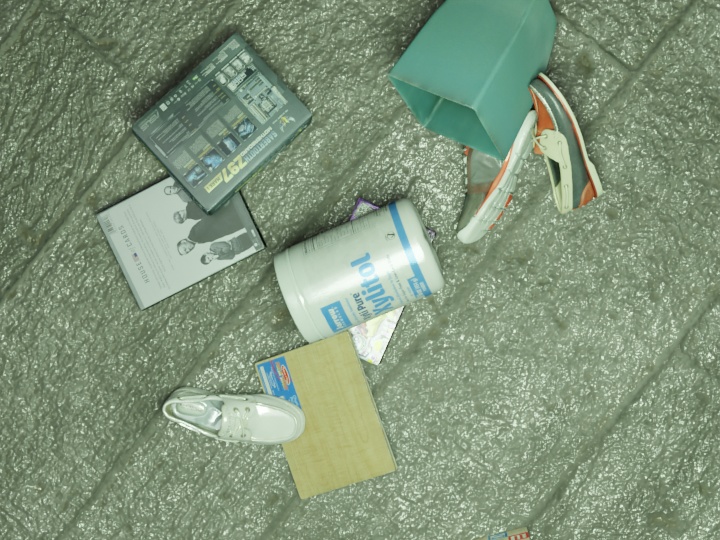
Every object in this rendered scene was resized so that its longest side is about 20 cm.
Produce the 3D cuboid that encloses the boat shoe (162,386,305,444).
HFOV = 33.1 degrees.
[{"bbox_3d":[-0.177,0.205,1.661,0.197,0.069,0.072,5,95,9],"label":"boat shoe"}]

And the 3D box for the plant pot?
[{"bbox_3d":[0.161,-0.281,1.577,0.140,0.141,0.201,26,81,31],"label":"plant pot"}]

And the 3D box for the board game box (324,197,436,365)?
[{"bbox_3d":[0.012,0.016,1.670,0.119,0.032,0.202,24,93,8],"label":"board game box"}]

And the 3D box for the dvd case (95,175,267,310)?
[{"bbox_3d":[-0.250,-0.055,1.690,0.198,0.025,0.152,-26,89,5],"label":"dvd case"}]

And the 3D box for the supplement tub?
[{"bbox_3d":[0.000,0.000,1.592,0.198,0.132,0.133,-24,89,6],"label":"supplement tub"}]

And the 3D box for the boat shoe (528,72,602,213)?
[{"bbox_3d":[0.258,-0.165,1.593,0.062,0.071,0.201,-27,122,2],"label":"boat shoe"}]

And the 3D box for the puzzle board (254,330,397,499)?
[{"bbox_3d":[-0.048,0.199,1.669,0.149,0.017,0.202,-20,89,20],"label":"puzzle board"}]

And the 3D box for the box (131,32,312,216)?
[{"bbox_3d":[-0.187,-0.199,1.651,0.200,0.051,0.158,-44,88,-7],"label":"box"}]

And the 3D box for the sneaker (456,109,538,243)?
[{"bbox_3d":[0.169,-0.134,1.640,0.081,0.077,0.202,26,87,21],"label":"sneaker"}]

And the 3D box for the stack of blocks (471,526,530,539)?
[{"bbox_3d":[0.175,0.399,1.578,0.114,0.200,0.059,-15,91,4],"label":"stack of blocks"}]
